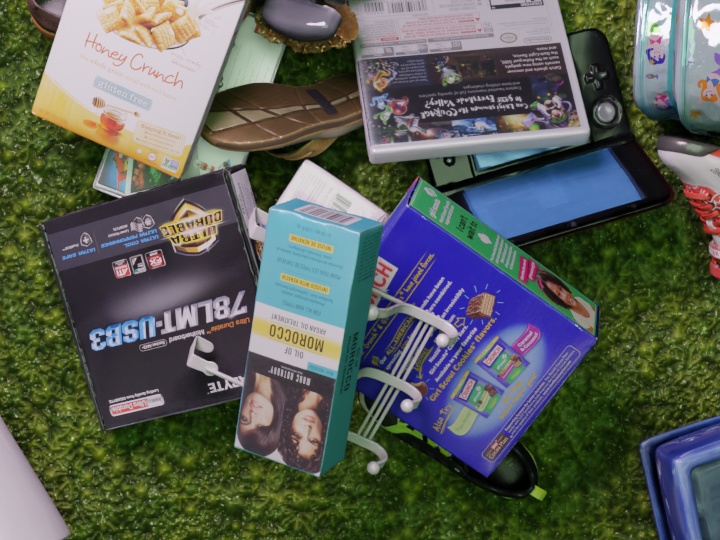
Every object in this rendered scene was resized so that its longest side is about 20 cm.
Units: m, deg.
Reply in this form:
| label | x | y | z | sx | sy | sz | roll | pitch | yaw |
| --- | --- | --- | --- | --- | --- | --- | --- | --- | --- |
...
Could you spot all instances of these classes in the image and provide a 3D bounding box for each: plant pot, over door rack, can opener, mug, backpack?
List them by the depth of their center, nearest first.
| label | x | y | z | sx | sy | sz | roll | pitch | yaw |
| --- | --- | --- | --- | --- | --- | --- | --- | --- | --- |
| over door rack | -0.039 | 0.066 | 1.169 | 0.198 | 0.067 | 0.149 | 30 | 112 | 1 |
| can opener | -0.105 | -0.251 | 1.199 | 0.197 | 0.053 | 0.068 | 19 | 76 | 13 |
| mug | -0.371 | 0.206 | 1.250 | 0.184 | 0.149 | 0.155 | -24 | 86 | -10 |
| backpack | 0.320 | -0.205 | 1.256 | 0.148 | 0.200 | 0.181 | 5 | 94 | 15 |
| plant pot | 0.369 | 0.223 | 1.287 | 0.197 | 0.180 | 0.203 | -16 | 93 | -4 |

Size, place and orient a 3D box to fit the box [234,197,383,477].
| label | x | y | z | sx | sy | sz | roll | pitch | yaw |
| --- | --- | --- | --- | --- | --- | --- | --- | --- | --- |
| box | -0.042 | 0.052 | 1.110 | 0.081 | 0.049 | 0.203 | 15 | 107 | 21 |

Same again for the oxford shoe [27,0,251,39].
| label | x | y | z | sx | sy | sz | roll | pitch | yaw |
| --- | --- | --- | --- | --- | --- | --- | --- | --- | --- |
| oxford shoe | -0.193 | -0.233 | 1.240 | 0.197 | 0.073 | 0.072 | -7 | 91 | -7 |

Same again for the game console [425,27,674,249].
| label | x | y | z | sx | sy | sz | roll | pitch | yaw |
| --- | --- | --- | --- | --- | --- | --- | --- | --- | --- |
| game console | 0.162 | -0.120 | 1.286 | 0.197 | 0.119 | 0.175 | -16 | 95 | -4 |

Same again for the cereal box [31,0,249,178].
| label | x | y | z | sx | sy | sz | roll | pitch | yaw |
| --- | --- | --- | --- | --- | --- | --- | --- | --- | --- |
| cereal box | -0.180 | -0.197 | 1.187 | 0.142 | 0.040 | 0.202 | 22 | 112 | -1 |

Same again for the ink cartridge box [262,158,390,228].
| label | x | y | z | sx | sy | sz | roll | pitch | yaw |
| --- | --- | --- | --- | --- | --- | --- | --- | --- | --- |
| ink cartridge box | 0.000 | 0.000 | 1.302 | 0.199 | 0.068 | 0.117 | 34 | 93 | -5 |

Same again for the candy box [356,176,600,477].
| label | x | y | z | sx | sy | sz | roll | pitch | yaw |
| --- | --- | --- | --- | --- | --- | --- | --- | --- | --- |
| candy box | 0.079 | 0.050 | 1.217 | 0.199 | 0.077 | 0.170 | 34 | 113 | -5 |

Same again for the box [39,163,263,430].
| label | x | y | z | sx | sy | sz | roll | pitch | yaw |
| --- | --- | --- | --- | --- | --- | --- | --- | --- | --- |
| box | -0.169 | 0.026 | 1.265 | 0.197 | 0.050 | 0.201 | -13 | 96 | 19 |

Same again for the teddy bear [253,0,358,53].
| label | x | y | z | sx | sy | sz | roll | pitch | yaw |
| --- | --- | --- | --- | --- | --- | --- | --- | --- | --- |
| teddy bear | -0.051 | -0.287 | 1.276 | 0.143 | 0.067 | 0.203 | -13 | 82 | -33 |

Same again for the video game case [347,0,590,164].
| label | x | y | z | sx | sy | sz | roll | pitch | yaw |
| --- | --- | --- | --- | --- | --- | --- | --- | --- | --- |
| video game case | 0.094 | -0.184 | 1.280 | 0.197 | 0.023 | 0.184 | -5 | 59 | -4 |

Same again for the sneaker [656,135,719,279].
| label | x | y | z | sx | sy | sz | roll | pitch | yaw |
| --- | --- | --- | --- | --- | --- | --- | --- | --- | --- |
| sneaker | 0.341 | -0.047 | 1.304 | 0.199 | 0.067 | 0.109 | 19 | 94 | -30 |

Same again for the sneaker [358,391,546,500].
| label | x | y | z | sx | sy | sz | roll | pitch | yaw |
| --- | --- | --- | --- | --- | --- | --- | --- | --- | --- |
| sneaker | 0.091 | 0.149 | 1.310 | 0.198 | 0.083 | 0.072 | 31 | 90 | -5 |

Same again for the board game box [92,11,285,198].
| label | x | y | z | sx | sy | sz | roll | pitch | yaw |
| --- | --- | --- | --- | --- | --- | --- | --- | --- | --- |
| board game box | -0.155 | -0.149 | 1.301 | 0.125 | 0.035 | 0.203 | 20 | 91 | -4 |

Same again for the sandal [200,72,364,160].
| label | x | y | z | sx | sy | sz | roll | pitch | yaw |
| --- | --- | --- | --- | --- | --- | --- | --- | --- | --- |
| sandal | -0.054 | -0.133 | 1.279 | 0.198 | 0.081 | 0.055 | -14 | 137 | -29 |
